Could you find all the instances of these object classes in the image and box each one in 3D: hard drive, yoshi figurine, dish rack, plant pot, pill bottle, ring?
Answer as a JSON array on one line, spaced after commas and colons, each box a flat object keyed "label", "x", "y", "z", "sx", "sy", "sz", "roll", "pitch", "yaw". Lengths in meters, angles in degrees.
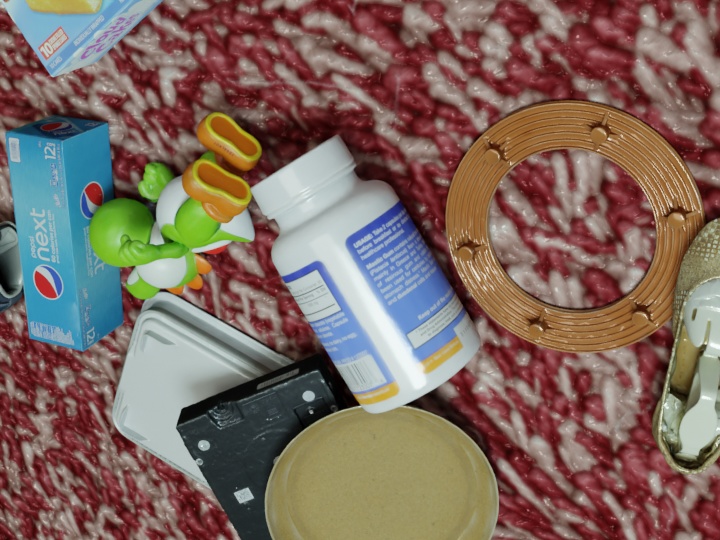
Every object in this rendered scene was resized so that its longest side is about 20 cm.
[{"label": "hard drive", "x": -0.056, "y": 0.184, "z": 0.941, "sx": 0.139, "sy": 0.038, "sz": 0.201, "roll": -23, "pitch": 110, "yaw": 10}, {"label": "yoshi figurine", "x": -0.170, "y": -0.048, "z": 0.899, "sx": 0.200, "sy": 0.112, "sz": 0.112, "roll": -44, "pitch": 69, "yaw": 43}, {"label": "dish rack", "x": -0.145, "y": 0.131, "z": 0.996, "sx": 0.199, "sy": 0.044, "sz": 0.172, "roll": 28, "pitch": 120, "yaw": 13}, {"label": "plant pot", "x": 0.018, "y": 0.196, "z": 0.912, "sx": 0.198, "sy": 0.028, "sz": 0.201, "roll": 0, "pitch": 114, "yaw": 0}, {"label": "pill bottle", "x": 0.000, "y": 0.000, "z": 0.834, "sx": 0.112, "sy": 0.112, "sz": 0.201, "roll": -27, "pitch": 97, "yaw": 31}, {"label": "ring", "x": 0.157, "y": -0.028, "z": 0.804, "sx": 0.199, "sy": 0.019, "sz": 0.202, "roll": 10, "pitch": 115, "yaw": 21}]

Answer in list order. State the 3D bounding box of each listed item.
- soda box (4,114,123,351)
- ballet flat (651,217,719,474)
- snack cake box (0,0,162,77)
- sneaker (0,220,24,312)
[{"label": "soda box", "x": -0.266, "y": -0.034, "z": 0.968, "sx": 0.064, "sy": 0.068, "sz": 0.201, "roll": 11, "pitch": 115, "yaw": 21}, {"label": "ballet flat", "x": 0.255, "y": 0.062, "z": 0.767, "sx": 0.070, "sy": 0.065, "sz": 0.201, "roll": 6, "pitch": 114, "yaw": 11}, {"label": "snack cake box", "x": -0.202, "y": -0.261, "z": 0.845, "sx": 0.199, "sy": 0.067, "sz": 0.115, "roll": -32, "pitch": 96, "yaw": 31}, {"label": "sneaker", "x": -0.404, "y": -0.036, "z": 1.017, "sx": 0.146, "sy": 0.077, "sz": 0.203, "roll": -26, "pitch": 108, "yaw": 42}]
